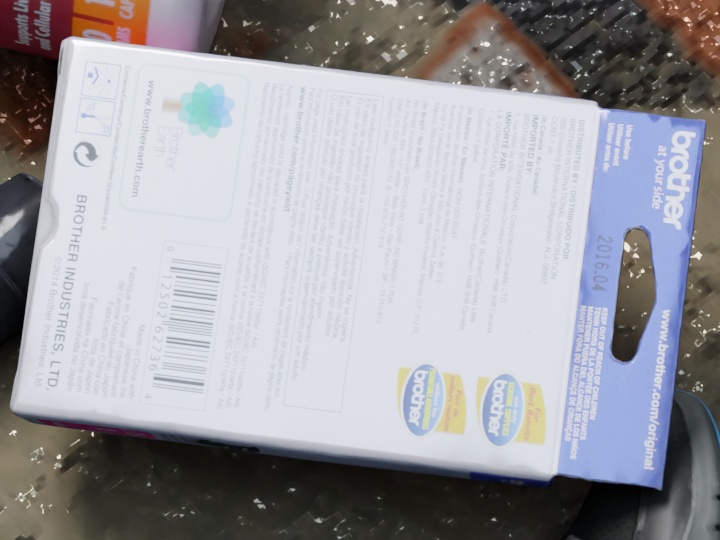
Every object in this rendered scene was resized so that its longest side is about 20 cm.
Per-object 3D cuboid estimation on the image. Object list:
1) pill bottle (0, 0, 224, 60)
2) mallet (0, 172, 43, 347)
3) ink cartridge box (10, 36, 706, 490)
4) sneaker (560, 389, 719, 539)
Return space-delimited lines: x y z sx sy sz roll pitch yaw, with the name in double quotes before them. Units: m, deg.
"pill bottle" -0.139 -0.135 0.829 0.200 0.113 0.113 12 68 1
"mallet" -0.166 -0.056 0.840 0.066 0.041 0.200 -34 71 -15
"ink cartridge box" 0.000 0.000 0.780 0.200 0.042 0.120 7 80 6
"sneaker" 0.057 0.122 0.766 0.082 0.073 0.200 18 68 4
